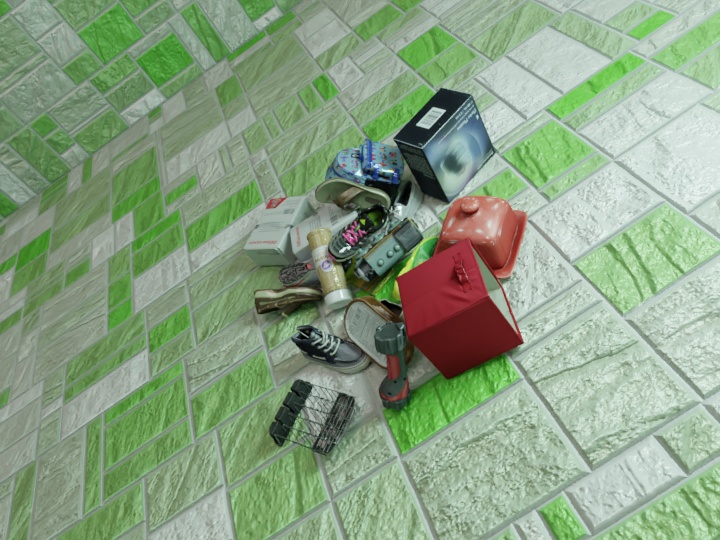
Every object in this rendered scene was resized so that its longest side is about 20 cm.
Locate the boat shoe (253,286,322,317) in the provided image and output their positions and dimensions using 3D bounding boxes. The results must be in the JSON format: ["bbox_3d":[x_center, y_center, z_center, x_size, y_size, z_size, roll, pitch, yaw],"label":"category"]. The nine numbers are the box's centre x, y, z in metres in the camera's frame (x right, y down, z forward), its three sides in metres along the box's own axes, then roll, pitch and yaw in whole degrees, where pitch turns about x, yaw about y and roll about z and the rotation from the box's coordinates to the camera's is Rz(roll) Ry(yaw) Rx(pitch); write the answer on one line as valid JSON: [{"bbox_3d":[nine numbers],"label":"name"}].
[{"bbox_3d":[-0.188,0.086,1.656,0.200,0.075,0.076,-5,80,27],"label":"boat shoe"}]

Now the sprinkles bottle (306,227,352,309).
[{"bbox_3d":[-0.079,-0.006,1.583,0.068,0.068,0.202,-24,71,16],"label":"sprinkles bottle"}]

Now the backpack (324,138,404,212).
[{"bbox_3d":[0.009,-0.269,1.704,0.197,0.136,0.184,14,38,-4],"label":"backpack"}]

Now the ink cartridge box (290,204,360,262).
[{"bbox_3d":[-0.086,-0.104,1.722,0.199,0.084,0.146,-30,31,10],"label":"ink cartridge box"}]

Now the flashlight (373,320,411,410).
[{"bbox_3d":[0.060,0.192,1.250,0.067,0.202,0.068,6,43,19],"label":"flashlight"}]

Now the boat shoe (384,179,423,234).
[{"bbox_3d":[0.106,-0.151,1.648,0.071,0.069,0.201,9,58,41],"label":"boat shoe"}]

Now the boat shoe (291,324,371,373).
[{"bbox_3d":[-0.074,0.177,1.451,0.198,0.093,0.075,0,52,37],"label":"boat shoe"}]

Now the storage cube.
[{"bbox_3d":[0.196,0.078,1.270,0.179,0.200,0.172,-30,40,19],"label":"storage cube"}]

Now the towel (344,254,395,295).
[{"bbox_3d":[0.000,0.000,1.624,0.086,0.018,0.199,-49,41,-14],"label":"towel"}]

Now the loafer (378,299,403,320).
[{"bbox_3d":[0.047,0.100,1.454,0.198,0.068,0.076,2,53,37],"label":"loafer"}]

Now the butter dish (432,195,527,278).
[{"bbox_3d":[0.257,-0.101,1.412,0.197,0.148,0.201,6,54,27],"label":"butter dish"}]

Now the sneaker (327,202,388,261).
[{"bbox_3d":[-0.003,-0.103,1.558,0.199,0.088,0.074,-39,78,-21],"label":"sneaker"}]

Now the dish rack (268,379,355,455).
[{"bbox_3d":[-0.099,0.321,1.368,0.198,0.055,0.154,7,58,38],"label":"dish rack"}]

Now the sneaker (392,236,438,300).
[{"bbox_3d":[0.145,0.004,1.486,0.083,0.074,0.201,27,57,11],"label":"sneaker"}]

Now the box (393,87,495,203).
[{"bbox_3d":[0.221,-0.321,1.621,0.200,0.199,0.123,-47,43,-11],"label":"box"}]

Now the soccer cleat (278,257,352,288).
[{"bbox_3d":[-0.115,0.000,1.660,0.198,0.073,0.069,-17,68,2],"label":"soccer cleat"}]

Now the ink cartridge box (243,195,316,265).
[{"bbox_3d":[-0.235,-0.115,1.855,0.143,0.084,0.201,0,52,35],"label":"ink cartridge box"}]

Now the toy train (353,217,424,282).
[{"bbox_3d":[0.066,-0.050,1.519,0.200,0.085,0.114,-40,10,-1],"label":"toy train"}]

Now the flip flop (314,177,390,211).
[{"bbox_3d":[-0.021,-0.183,1.626,0.197,0.082,0.058,14,44,0],"label":"flip flop"}]

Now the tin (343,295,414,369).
[{"bbox_3d":[0.036,0.138,1.388,0.199,0.042,0.113,37,122,36],"label":"tin"}]
